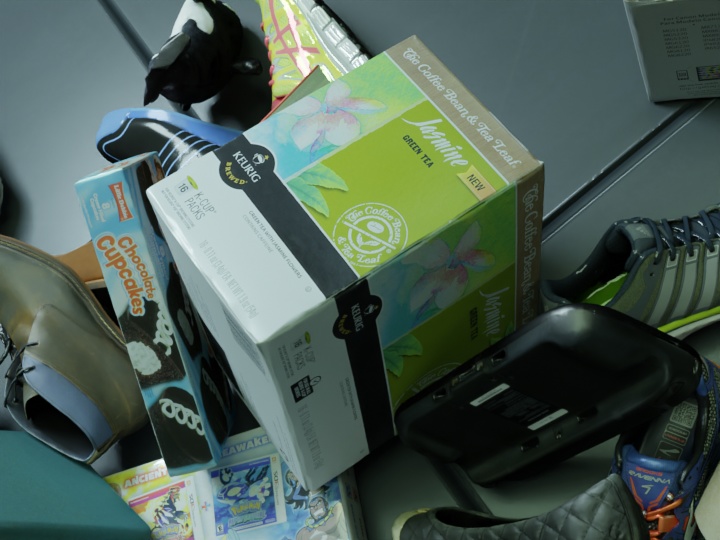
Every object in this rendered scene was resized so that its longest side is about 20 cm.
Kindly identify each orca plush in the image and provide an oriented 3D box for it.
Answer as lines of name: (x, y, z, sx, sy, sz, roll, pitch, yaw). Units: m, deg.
orca plush: (-0.110, -0.172, 0.935, 0.070, 0.200, 0.106, 6, 98, 2)

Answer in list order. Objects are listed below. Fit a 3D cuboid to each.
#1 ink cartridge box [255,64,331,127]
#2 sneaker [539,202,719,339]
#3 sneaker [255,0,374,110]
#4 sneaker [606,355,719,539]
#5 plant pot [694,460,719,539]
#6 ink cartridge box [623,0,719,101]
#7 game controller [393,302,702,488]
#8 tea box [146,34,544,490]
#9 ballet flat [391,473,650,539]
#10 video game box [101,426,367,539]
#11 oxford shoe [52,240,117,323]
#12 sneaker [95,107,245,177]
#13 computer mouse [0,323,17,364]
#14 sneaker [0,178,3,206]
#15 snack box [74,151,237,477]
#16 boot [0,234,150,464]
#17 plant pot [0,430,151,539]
ink cartridge box: (-0.039, -0.063, 0.827, 0.109, 0.200, 0.050, -45, 59, -1)
sneaker: (0.202, -0.005, 0.768, 0.199, 0.081, 0.074, -36, 40, 3)
sneaker: (-0.046, -0.162, 0.945, 0.090, 0.078, 0.200, -43, 56, 11)
sneaker: (0.172, 0.137, 0.732, 0.075, 0.078, 0.202, 10, 73, 25)
plant pot: (0.287, 0.102, 0.659, 0.200, 0.187, 0.188, -46, 59, 13)
ink cartridge box: (0.225, -0.245, 0.813, 0.083, 0.176, 0.202, -2, 69, 21)
game controller: (0.105, 0.077, 0.722, 0.200, 0.104, 0.042, -40, 25, 48)
tea box: (0.000, 0.000, 0.762, 0.196, 0.201, 0.134, -33, 60, -13)
ballet flat: (0.092, 0.152, 0.734, 0.199, 0.066, 0.057, -13, 84, 48)
video game box: (-0.090, 0.209, 0.824, 0.198, 0.047, 0.184, -18, 66, 13)
oxford shoe: (-0.166, -0.004, 0.931, 0.198, 0.071, 0.072, -9, 59, 18)
sneaker: (-0.131, -0.070, 0.942, 0.198, 0.070, 0.078, 13, 67, 24)
computer mouse: (-0.316, 0.119, 0.944, 0.200, 0.044, 0.110, -45, 74, 7)
sneaker: (-0.347, -0.084, 1.040, 0.080, 0.076, 0.202, -14, 69, 3)
snack box: (-0.134, 0.025, 0.822, 0.037, 0.116, 0.202, -15, 100, 4)
boot: (-0.232, 0.052, 0.870, 0.199, 0.097, 0.075, 35, 128, 1)
plant pot: (-0.274, 0.188, 0.786, 0.141, 0.199, 0.142, 32, 100, 43)
